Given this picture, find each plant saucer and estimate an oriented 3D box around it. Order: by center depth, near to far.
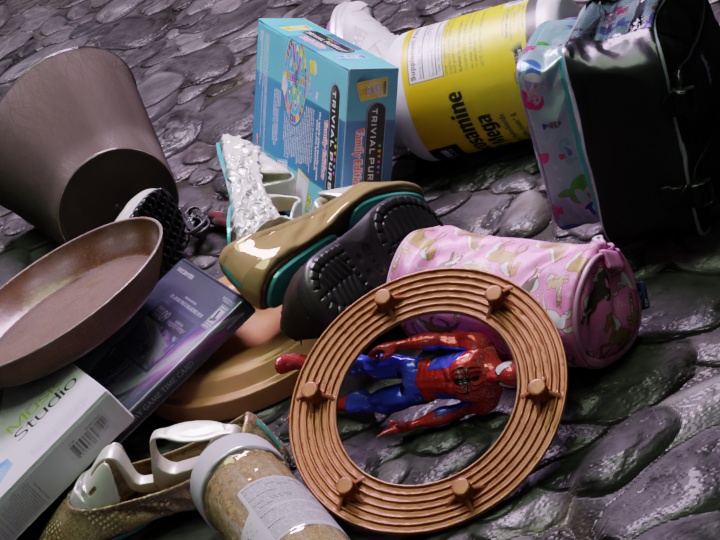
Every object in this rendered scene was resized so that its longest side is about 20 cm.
[{"bbox_3d":[-0.232,0.030,1.727,0.199,0.035,0.201,-27,22,12],"label":"plant saucer"},{"bbox_3d":[-0.084,0.045,1.729,0.199,0.033,0.201,-19,27,10],"label":"plant saucer"}]

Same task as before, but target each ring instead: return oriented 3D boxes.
[{"bbox_3d":[0.042,0.082,1.475,0.199,0.019,0.202,-11,55,17],"label":"ring"}]

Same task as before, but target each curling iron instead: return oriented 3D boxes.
[{"bbox_3d":[-0.097,-0.028,1.879,0.050,0.026,0.199,-43,31,-25],"label":"curling iron"}]

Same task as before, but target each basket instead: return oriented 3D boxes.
[{"bbox_3d":[-0.248,-0.092,2.008,0.181,0.136,0.200,-50,33,4],"label":"basket"}]

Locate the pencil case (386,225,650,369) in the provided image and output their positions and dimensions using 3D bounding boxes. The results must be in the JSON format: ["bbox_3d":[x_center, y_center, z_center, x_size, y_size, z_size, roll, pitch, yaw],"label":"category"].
[{"bbox_3d":[0.106,0.016,1.562,0.199,0.083,0.086,6,41,47],"label":"pencil case"}]

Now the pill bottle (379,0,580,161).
[{"bbox_3d":[0.092,-0.156,1.850,0.198,0.113,0.113,-13,29,23],"label":"pill bottle"}]

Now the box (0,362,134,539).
[{"bbox_3d":[-0.257,0.130,1.662,0.144,0.036,0.200,-46,22,-10],"label":"box"}]

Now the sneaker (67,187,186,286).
[{"bbox_3d":[-0.223,0.005,1.862,0.093,0.071,0.201,-6,42,32],"label":"sneaker"}]

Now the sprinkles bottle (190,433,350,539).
[{"bbox_3d":[-0.050,0.172,1.428,0.068,0.069,0.200,-30,27,-11],"label":"sprinkles bottle"}]

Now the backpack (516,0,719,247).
[{"bbox_3d":[0.205,-0.128,1.635,0.149,0.179,0.200,-4,29,26],"label":"backpack"}]

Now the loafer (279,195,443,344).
[{"bbox_3d":[0.000,0.000,1.659,0.071,0.073,0.199,-36,-7,37],"label":"loafer"}]

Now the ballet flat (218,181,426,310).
[{"bbox_3d":[-0.029,-0.033,1.704,0.063,0.069,0.199,32,38,28],"label":"ballet flat"}]

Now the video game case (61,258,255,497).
[{"bbox_3d":[-0.180,0.079,1.709,0.200,0.019,0.143,-44,26,-9],"label":"video game case"}]

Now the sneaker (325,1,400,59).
[{"bbox_3d":[0.015,-0.188,2.041,0.099,0.075,0.201,-7,33,5],"label":"sneaker"}]

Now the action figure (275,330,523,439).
[{"bbox_3d":[0.031,0.078,1.537,0.198,0.066,0.052,-8,5,33],"label":"action figure"}]

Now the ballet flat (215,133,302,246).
[{"bbox_3d":[-0.080,-0.053,1.811,0.071,0.072,0.201,-22,30,6],"label":"ballet flat"}]

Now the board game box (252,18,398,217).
[{"bbox_3d":[-0.033,-0.116,1.840,0.047,0.153,0.200,-4,19,-24],"label":"board game box"}]

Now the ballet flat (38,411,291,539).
[{"bbox_3d":[-0.147,0.145,1.564,0.198,0.066,0.071,-20,25,11],"label":"ballet flat"}]
